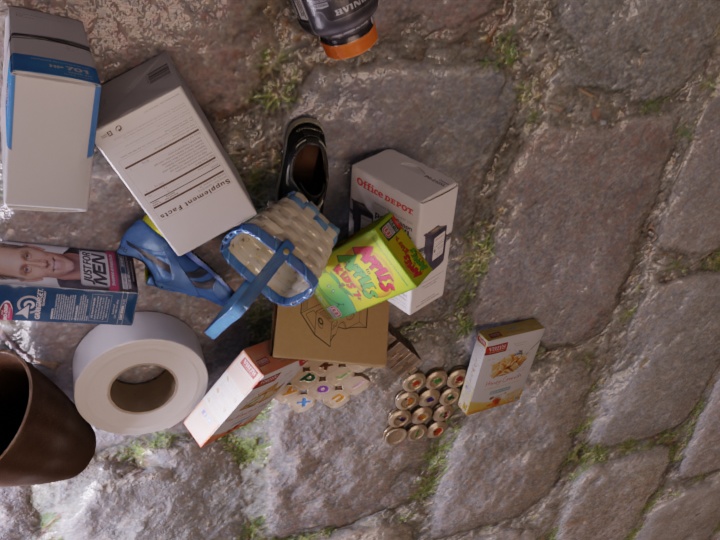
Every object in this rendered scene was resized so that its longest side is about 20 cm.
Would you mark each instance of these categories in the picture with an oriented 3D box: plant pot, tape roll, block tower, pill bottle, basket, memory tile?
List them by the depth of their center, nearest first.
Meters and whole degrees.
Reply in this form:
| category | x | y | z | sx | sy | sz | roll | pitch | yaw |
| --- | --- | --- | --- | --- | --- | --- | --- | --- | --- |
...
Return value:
| category | x | y | z | sx | sy | sz | roll | pitch | yaw |
| --- | --- | --- | --- | --- | --- | --- | --- | --- | --- |
| pill bottle | -0.040 | -0.353 | 0.824 | 0.106 | 0.106 | 0.200 | -27 | 132 | -3 |
| basket | -0.133 | 0.001 | 0.960 | 0.139 | 0.176 | 0.200 | 37 | 61 | -13 |
| plant pot | -0.491 | 0.240 | 1.035 | 0.187 | 0.187 | 0.200 | -34 | 145 | 2 |
| tape roll | -0.343 | 0.164 | 1.099 | 0.202 | 0.071 | 0.203 | -13 | 128 | -16 |
| block tower | 0.036 | 0.121 | 1.250 | 0.054 | 0.058 | 0.200 | -40 | 133 | 8 |
| memory tile | 0.133 | 0.279 | 1.437 | 0.153 | 0.017 | 0.200 | 0 | 125 | -24 |

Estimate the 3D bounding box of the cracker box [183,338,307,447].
| category | x | y | z | sx | sy | sz | roll | pitch | yaw |
| --- | --- | --- | --- | --- | --- | --- | --- | --- | --- |
| cracker box | -0.181 | 0.191 | 1.139 | 0.200 | 0.058 | 0.134 | -49 | 163 | 29 |

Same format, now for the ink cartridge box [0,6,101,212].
| category | x | y | z | sx | sy | sz | roll | pitch | yaw |
| --- | --- | --- | --- | --- | --- | --- | --- | --- | --- |
| ink cartridge box | -0.340 | -0.177 | 0.757 | 0.086 | 0.200 | 0.147 | 3 | 124 | -28 |

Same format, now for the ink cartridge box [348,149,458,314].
| category | x | y | z | sx | sy | sz | roll | pitch | yaw |
| --- | --- | --- | --- | --- | --- | --- | --- | --- | --- |
| ink cartridge box | 0.058 | -0.059 | 1.052 | 0.084 | 0.145 | 0.200 | -28 | 137 | -35 |

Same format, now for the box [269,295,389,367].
| category | x | y | z | sx | sy | sz | roll | pitch | yaw |
| --- | --- | --- | --- | --- | --- | --- | --- | --- | --- |
| box | -0.044 | 0.066 | 1.120 | 0.200 | 0.021 | 0.164 | 10 | 76 | -28 |

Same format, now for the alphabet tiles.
| category | x | y | z | sx | sy | sz | roll | pitch | yaw |
| --- | --- | --- | --- | --- | --- | --- | --- | --- | --- |
| alphabet tiles | -0.081 | 0.179 | 1.238 | 0.196 | 0.015 | 0.200 | -39 | 124 | 24 |

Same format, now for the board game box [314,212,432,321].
| category | x | y | z | sx | sy | sz | roll | pitch | yaw |
| --- | --- | --- | --- | --- | --- | --- | --- | --- | --- |
| board game box | 0.000 | 0.000 | 1.025 | 0.102 | 0.200 | 0.048 | 54 | 50 | -9 |

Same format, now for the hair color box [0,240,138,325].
| category | x | y | z | sx | sy | sz | roll | pitch | yaw |
| --- | --- | --- | --- | --- | --- | --- | --- | --- | --- |
| hair color box | -0.407 | 0.017 | 0.938 | 0.200 | 0.100 | 0.061 | 5 | 122 | -28 |

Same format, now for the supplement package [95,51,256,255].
| category | x | y | z | sx | sy | sz | roll | pitch | yaw |
| --- | --- | --- | --- | --- | --- | --- | --- | --- | --- |
| supplement package | -0.236 | -0.144 | 0.881 | 0.120 | 0.121 | 0.200 | -29 | 132 | -3 |

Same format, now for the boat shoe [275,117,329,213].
| category | x | y | z | sx | sy | sz | roll | pitch | yaw |
| --- | --- | --- | --- | --- | --- | --- | --- | --- | --- |
| boat shoe | -0.081 | -0.115 | 1.010 | 0.072 | 0.068 | 0.200 | -7 | 132 | -18 |

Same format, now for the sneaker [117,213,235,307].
| category | x | y | z | sx | sy | sz | roll | pitch | yaw |
| --- | --- | --- | --- | --- | --- | --- | --- | --- | --- |
| sneaker | -0.260 | 0.005 | 1.008 | 0.078 | 0.066 | 0.200 | -51 | 126 | -8 |

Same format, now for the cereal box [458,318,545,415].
| category | x | y | z | sx | sy | sz | roll | pitch | yaw |
| --- | --- | --- | --- | --- | --- | --- | --- | --- | --- |
| cereal box | 0.284 | 0.196 | 1.420 | 0.144 | 0.040 | 0.200 | -10 | 129 | -26 |
